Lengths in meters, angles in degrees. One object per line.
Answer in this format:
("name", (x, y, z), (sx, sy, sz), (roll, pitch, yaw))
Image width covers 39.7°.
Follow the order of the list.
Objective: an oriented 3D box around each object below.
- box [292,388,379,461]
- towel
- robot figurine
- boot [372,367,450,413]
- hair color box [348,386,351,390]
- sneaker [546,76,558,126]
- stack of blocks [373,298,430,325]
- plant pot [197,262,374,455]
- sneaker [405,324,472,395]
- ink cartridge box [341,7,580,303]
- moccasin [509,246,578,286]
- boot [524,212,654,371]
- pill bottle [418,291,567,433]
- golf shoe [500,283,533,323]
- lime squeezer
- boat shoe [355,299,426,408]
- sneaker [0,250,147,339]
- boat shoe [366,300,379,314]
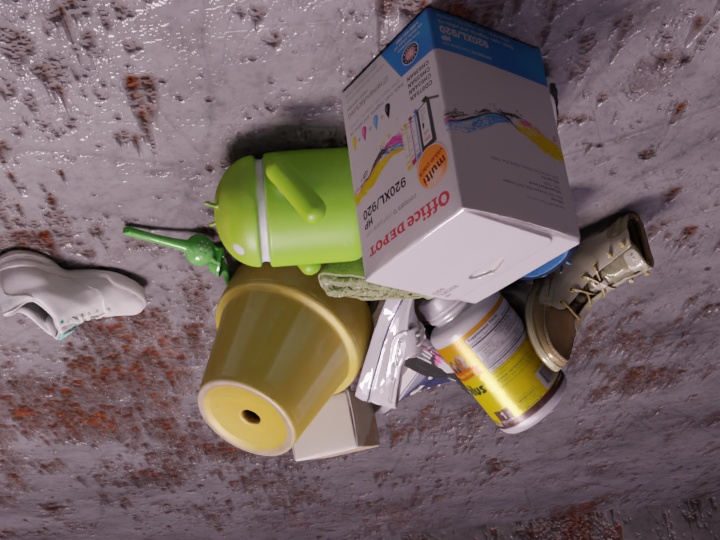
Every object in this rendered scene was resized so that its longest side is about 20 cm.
("box", (-0.035, 0.215, 1.387), (0.093, 0.079, 0.200), (-13, 169, 8))
("towel", (0.048, -0.030, 1.067), (0.198, 0.149, 0.037), (0, 136, 52))
("robot figurine", (-0.062, -0.065, 1.032), (0.195, 0.118, 0.176), (-4, 164, -5))
("boot", (0.080, 0.159, 1.455), (0.088, 0.074, 0.200), (7, 151, -18))
("hair color box", (-0.117, 0.156, 1.503), (0.195, 0.102, 0.061), (-3, 156, -8))
("sneaker", (0.143, -0.127, 1.022), (0.079, 0.077, 0.201), (8, 151, -12))
("stack of blocks", (0.062, 0.070, 1.421), (0.195, 0.060, 0.116), (-10, 155, 5))
("plant pot", (-0.103, 0.112, 1.219), (0.197, 0.190, 0.203), (14, 136, 13))
("sneaker", (0.125, 0.102, 1.349), (0.198, 0.088, 0.080), (28, 151, -21))
("ink cartridge box", (0.086, -0.096, 0.907), (0.142, 0.204, 0.147), (11, 150, -34))
("moccasin", (0.213, -0.027, 1.258), (0.067, 0.082, 0.199), (-10, 176, -28))
("boot", (0.287, 0.022, 1.242), (0.153, 0.202, 0.072), (-29, 119, 35))
("pill bottle", (0.163, 0.098, 1.259), (0.109, 0.201, 0.109), (-39, -175, 4))
("golf shoe", (0.218, 0.044, 1.375), (0.091, 0.073, 0.200), (-35, 176, -4))
("lime squeezer", (-0.193, -0.012, 1.202), (0.070, 0.038, 0.199), (-19, 153, 24))
("boat shoe", (0.049, 0.080, 1.224), (0.064, 0.074, 0.203), (20, 122, 5))
("sneaker", (-0.351, 0.044, 1.215), (0.198, 0.090, 0.075), (16, 145, -41))
("boat shoe", (0.000, 0.000, 1.254), (0.063, 0.074, 0.201), (6, 142, -17))
